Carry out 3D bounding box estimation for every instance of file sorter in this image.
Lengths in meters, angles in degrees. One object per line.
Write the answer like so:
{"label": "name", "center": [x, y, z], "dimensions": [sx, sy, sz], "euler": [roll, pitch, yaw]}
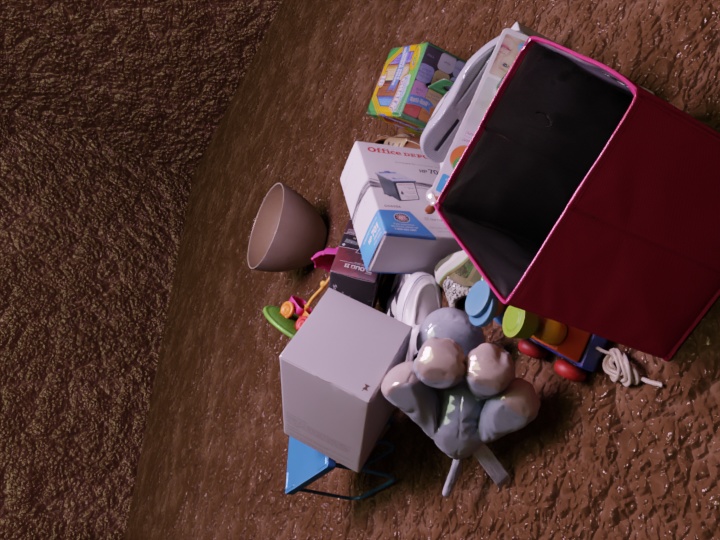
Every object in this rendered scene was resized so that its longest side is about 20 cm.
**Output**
{"label": "file sorter", "center": [-0.026, 0.230, 1.061], "dimensions": [0.139, 0.122, 0.200], "euler": [-45, 36, 46]}

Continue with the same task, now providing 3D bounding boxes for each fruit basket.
{"label": "fruit basket", "center": [0.202, -0.141, 0.782], "dimensions": [0.094, 0.185, 0.200], "euler": [-49, -16, -81]}

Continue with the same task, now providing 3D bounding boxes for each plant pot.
{"label": "plant pot", "center": [-0.154, -0.081, 1.574], "dimensions": [0.200, 0.134, 0.201], "euler": [-47, 34, 46]}

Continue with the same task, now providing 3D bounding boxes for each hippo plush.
{"label": "hippo plush", "center": [0.134, 0.125, 0.817], "dimensions": [0.159, 0.200, 0.161], "euler": [-21, 23, 28]}

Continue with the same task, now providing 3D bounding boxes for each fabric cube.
{"label": "fabric cube", "center": [0.223, -0.069, 0.652], "dimensions": [0.200, 0.199, 0.196], "euler": [-62, 24, 22]}

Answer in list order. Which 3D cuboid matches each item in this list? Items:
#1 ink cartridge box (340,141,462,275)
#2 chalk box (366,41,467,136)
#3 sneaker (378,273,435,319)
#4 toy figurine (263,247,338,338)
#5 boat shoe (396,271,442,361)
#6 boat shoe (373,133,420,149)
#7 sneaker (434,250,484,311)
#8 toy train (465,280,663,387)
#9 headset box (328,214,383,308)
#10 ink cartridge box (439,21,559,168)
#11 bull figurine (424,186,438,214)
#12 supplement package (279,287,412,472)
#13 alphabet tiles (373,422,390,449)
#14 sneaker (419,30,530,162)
{"label": "ink cartridge box", "center": [0.065, -0.092, 1.036], "dimensions": [0.086, 0.146, 0.200], "euler": [114, 150, -44]}
{"label": "chalk box", "center": [0.115, -0.288, 1.144], "dimensions": [0.124, 0.125, 0.200], "euler": [-68, 22, 7]}
{"label": "sneaker", "center": [0.064, 0.076, 1.072], "dimensions": [0.112, 0.073, 0.200], "euler": [-34, 37, 62]}
{"label": "toy figurine", "center": [-0.060, 0.049, 1.312], "dimensions": [0.200, 0.150, 0.184], "euler": [40, 101, 42]}
{"label": "boat shoe", "center": [0.093, 0.103, 0.967], "dimensions": [0.065, 0.073, 0.201], "euler": [6, 97, 62]}
{"label": "boat shoe", "center": [0.073, -0.199, 1.216], "dimensions": [0.200, 0.074, 0.076], "euler": [-144, 54, -69]}
{"label": "sneaker", "center": [0.168, 0.003, 0.899], "dimensions": [0.200, 0.077, 0.089], "euler": [131, 139, -55]}
{"label": "toy train", "center": [0.198, 0.063, 0.713], "dimensions": [0.085, 0.115, 0.200], "euler": [-69, 23, 6]}
{"label": "headset box", "center": [0.000, 0.000, 1.130], "dimensions": [0.149, 0.075, 0.200], "euler": [98, -173, -50]}
{"label": "ink cartridge box", "center": [0.193, -0.210, 0.965], "dimensions": [0.200, 0.084, 0.145], "euler": [-49, 32, 44]}
{"label": "bull figurine", "center": [0.165, -0.119, 0.899], "dimensions": [0.065, 0.121, 0.200], "euler": [-59, -2, -46]}
{"label": "supplement package", "center": [-0.020, 0.143, 0.888], "dimensions": [0.120, 0.121, 0.200], "euler": [-55, -17, -34]}
{"label": "alphabet tiles", "center": [0.005, 0.217, 1.166], "dimensions": [0.167, 0.006, 0.200], "euler": [-59, 27, 27]}
{"label": "sneaker", "center": [0.143, -0.230, 0.897], "dimensions": [0.200, 0.073, 0.071], "euler": [-45, 21, 34]}
